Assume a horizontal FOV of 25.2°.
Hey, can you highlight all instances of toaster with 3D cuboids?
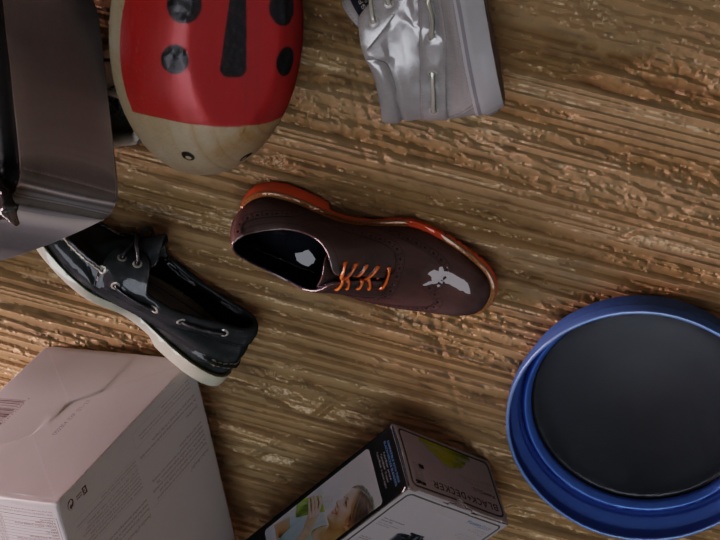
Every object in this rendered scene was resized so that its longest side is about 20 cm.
[{"bbox_3d":[-0.264,-0.096,1.055,0.180,0.118,0.202,-17,75,30],"label":"toaster"}]

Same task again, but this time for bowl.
[{"bbox_3d":[0.209,0.108,1.193,0.198,0.039,0.202,5,119,10],"label":"bowl"}]

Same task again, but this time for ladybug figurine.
[{"bbox_3d":[-0.095,-0.159,1.063,0.134,0.072,0.202,-6,106,-24],"label":"ladybug figurine"}]

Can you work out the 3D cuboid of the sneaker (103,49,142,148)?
[{"bbox_3d":[-0.230,-0.118,1.143,0.198,0.081,0.077,-2,120,15],"label":"sneaker"}]

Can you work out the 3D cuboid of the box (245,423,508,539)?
[{"bbox_3d":[0.003,0.210,1.254,0.116,0.060,0.200,24,127,-38],"label":"box"}]

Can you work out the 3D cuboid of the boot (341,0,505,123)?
[{"bbox_3d":[0.032,-0.187,1.050,0.095,0.074,0.202,-9,117,9],"label":"boot"}]

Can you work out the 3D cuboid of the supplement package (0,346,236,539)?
[{"bbox_3d":[-0.212,0.196,1.231,0.146,0.191,0.202,4,119,27],"label":"supplement package"}]

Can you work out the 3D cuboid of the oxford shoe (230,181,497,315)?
[{"bbox_3d":[0.000,0.000,1.159,0.198,0.073,0.072,15,120,3],"label":"oxford shoe"}]

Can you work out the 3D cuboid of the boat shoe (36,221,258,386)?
[{"bbox_3d":[-0.158,0.003,1.196,0.199,0.075,0.066,43,116,-12],"label":"boat shoe"}]
